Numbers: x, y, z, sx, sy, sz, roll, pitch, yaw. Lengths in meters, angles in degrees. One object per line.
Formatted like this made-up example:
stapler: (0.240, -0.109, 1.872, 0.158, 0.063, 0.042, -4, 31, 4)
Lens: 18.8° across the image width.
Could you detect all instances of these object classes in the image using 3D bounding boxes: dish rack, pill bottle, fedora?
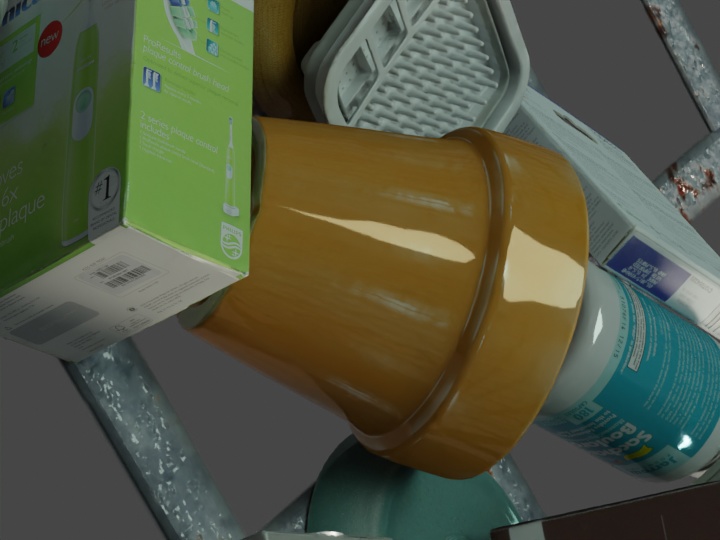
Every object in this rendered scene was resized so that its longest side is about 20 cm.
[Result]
dish rack: (0.031, -0.121, 1.351, 0.172, 0.043, 0.200, -56, 147, -20)
pill bottle: (0.177, 0.074, 1.447, 0.200, 0.111, 0.111, 29, 51, -36)
fedora: (-0.030, -0.189, 1.337, 0.200, 0.082, 0.201, -34, 135, -42)

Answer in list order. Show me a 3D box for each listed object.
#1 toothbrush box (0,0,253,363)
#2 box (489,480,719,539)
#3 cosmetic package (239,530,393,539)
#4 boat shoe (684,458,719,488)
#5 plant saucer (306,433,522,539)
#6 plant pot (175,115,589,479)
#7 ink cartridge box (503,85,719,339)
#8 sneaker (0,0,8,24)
toothbrush box: (-0.134, -0.073, 1.139, 0.086, 0.145, 0.201, 25, 54, -38)
box: (0.204, 0.221, 1.320, 0.200, 0.164, 0.166, 10, 68, -61)
cosmetic package: (-0.028, 0.243, 1.144, 0.107, 0.090, 0.201, 13, 58, -45)
boat shoe: (0.270, 0.153, 1.444, 0.062, 0.200, 0.075, 15, 38, -55)
plant saucer: (0.050, 0.183, 1.303, 0.200, 0.036, 0.201, 25, 54, -39)
plant pot: (0.000, 0.000, 1.231, 0.183, 0.200, 0.201, 17, 56, -22)
ink cartridge box: (0.176, -0.045, 1.514, 0.196, 0.043, 0.200, 27, 19, -47)
sneaker: (-0.266, -0.151, 1.083, 0.200, 0.084, 0.121, 40, 35, -30)
